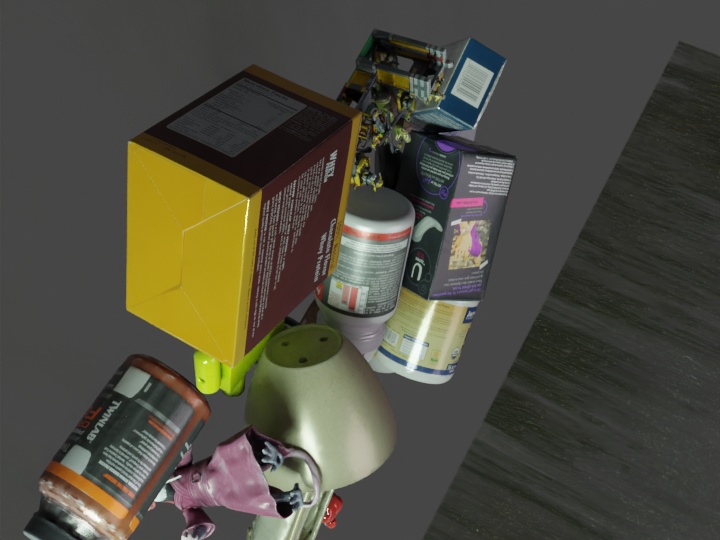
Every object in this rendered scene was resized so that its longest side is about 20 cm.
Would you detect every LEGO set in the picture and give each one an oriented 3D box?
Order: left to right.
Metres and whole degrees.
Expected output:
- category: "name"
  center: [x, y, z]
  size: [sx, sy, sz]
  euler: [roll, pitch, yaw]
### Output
- category: "LEGO set"
  center: [0.044, -0.191, 1.292]
  size: [0.155, 0.114, 0.201]
  euler: [87, 27, -50]

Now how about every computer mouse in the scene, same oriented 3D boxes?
- category: "computer mouse"
  center: [0.048, -0.094, 1.490]
  size: [0.139, 0.052, 0.202]
  euler: [-97, -174, -50]

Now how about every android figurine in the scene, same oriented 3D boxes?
- category: "android figurine"
  center: [-0.136, 0.064, 1.262]
  size: [0.182, 0.041, 0.201]
  euler: [-51, 161, -34]

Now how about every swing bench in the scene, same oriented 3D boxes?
- category: "swing bench"
  center: [-0.110, 0.339, 1.555]
  size: [0.200, 0.128, 0.201]
  euler: [-14, 126, -68]

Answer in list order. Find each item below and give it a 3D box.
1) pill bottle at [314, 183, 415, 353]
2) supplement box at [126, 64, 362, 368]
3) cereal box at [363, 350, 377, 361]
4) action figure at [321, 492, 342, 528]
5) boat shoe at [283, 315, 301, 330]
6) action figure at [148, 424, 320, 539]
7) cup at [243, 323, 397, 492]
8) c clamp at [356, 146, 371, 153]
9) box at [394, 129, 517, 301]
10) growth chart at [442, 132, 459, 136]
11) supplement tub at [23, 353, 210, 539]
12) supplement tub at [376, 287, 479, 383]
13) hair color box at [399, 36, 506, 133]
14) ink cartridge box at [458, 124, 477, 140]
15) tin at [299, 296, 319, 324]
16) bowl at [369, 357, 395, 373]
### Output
- category: "pill bottle"
  center: [0.000, 0.000, 1.364]
  size: [0.116, 0.115, 0.202]
  euler: [-39, 145, -54]
- category: "supplement box"
  center: [-0.113, -0.057, 1.022]
  size: [0.200, 0.132, 0.199]
  euler: [-44, 153, -47]
- category: "cereal box"
  center: [0.012, 0.073, 1.622]
  size: [0.200, 0.039, 0.146]
  euler: [-10, 116, -81]
- category: "action figure"
  center: [-0.086, 0.351, 1.765]
  size: [0.065, 0.098, 0.202]
  euler: [-42, 130, -42]
- category: "boat shoe"
  center: [-0.065, 0.127, 1.429]
  size: [0.202, 0.073, 0.064]
  euler: [51, 32, -34]
- category: "action figure"
  center: [-0.167, 0.234, 1.202]
  size: [0.148, 0.198, 0.136]
  euler: [-3, 80, -64]
- category: "cup"
  center: [-0.059, 0.153, 1.298]
  size: [0.200, 0.198, 0.145]
  euler: [-44, 135, -48]
- category: "c clamp"
  center: [-0.044, -0.068, 1.375]
  size: [0.171, 0.027, 0.202]
  euler: [-10, 122, -69]
- category: "box"
  center: [0.114, -0.073, 1.402]
  size: [0.105, 0.122, 0.203]
  euler: [2, 108, -38]
- category: "growth chart"
  center: [0.106, -0.156, 1.598]
  size: [0.144, 0.018, 0.202]
  euler: [-28, 145, -53]
- category: "supplement tub"
  center: [-0.240, 0.189, 1.027]
  size: [0.201, 0.106, 0.107]
  euler: [-57, 160, -24]
- category: "supplement tub"
  center: [0.115, 0.069, 1.736]
  size: [0.144, 0.143, 0.203]
  euler: [-15, 126, -67]
- category: "hair color box"
  center: [0.114, -0.240, 1.390]
  size: [0.101, 0.060, 0.200]
  euler: [-64, -164, -1]
- category: "ink cartridge box"
  center: [0.128, -0.146, 1.738]
  size: [0.200, 0.040, 0.201]
  euler: [-49, 156, -41]
- category: "tin"
  center: [-0.075, 0.119, 1.517]
  size: [0.202, 0.041, 0.112]
  euler: [-60, 166, -16]
- category: "bowl"
  center: [0.095, 0.090, 1.904]
  size: [0.200, 0.074, 0.202]
  euler: [-26, 138, -65]
